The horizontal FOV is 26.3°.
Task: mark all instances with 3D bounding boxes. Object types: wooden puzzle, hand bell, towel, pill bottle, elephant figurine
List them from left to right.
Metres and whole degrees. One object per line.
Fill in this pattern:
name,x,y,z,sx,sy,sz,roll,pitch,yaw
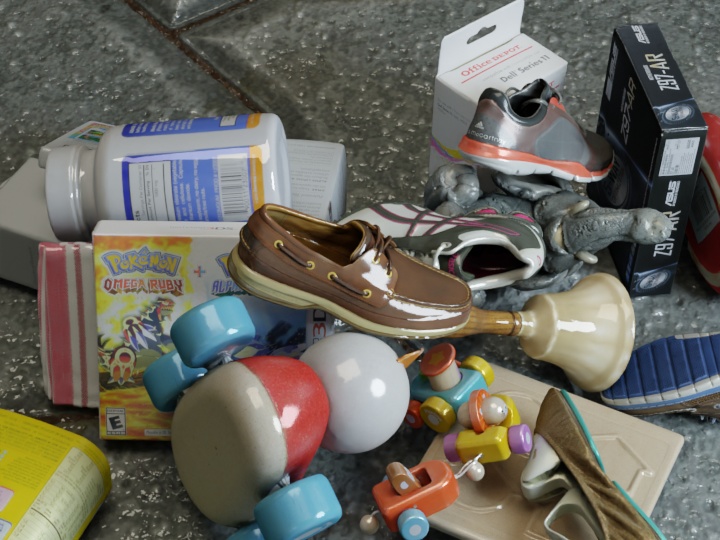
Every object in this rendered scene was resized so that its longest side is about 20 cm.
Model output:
towel,-0.173,0.046,1.311,0.199,0.147,0.030,1,19,0
pill bottle,-0.163,-0.072,1.321,0.199,0.112,0.112,-4,43,5
hand bell,0.120,0.043,1.293,0.199,0.104,0.104,7,38,-29
elephant figurine,0.159,-0.033,1.400,0.199,0.142,0.156,-7,47,-8
wooden puzzle,0.147,0.173,1.256,0.184,0.046,0.200,20,42,18

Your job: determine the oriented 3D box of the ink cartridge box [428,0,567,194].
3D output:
ink cartridge box,0.131,-0.146,1.471,0.117,0.201,0.067,-30,52,-29

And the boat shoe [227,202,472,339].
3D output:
boat shoe,0.000,0.000,1.196,0.199,0.068,0.072,15,34,-14

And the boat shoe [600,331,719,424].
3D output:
boat shoe,0.306,0.096,1.310,0.199,0.073,0.072,-16,37,20

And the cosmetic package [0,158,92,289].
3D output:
cosmetic package,-0.243,-0.025,1.420,0.199,0.074,0.102,17,44,18

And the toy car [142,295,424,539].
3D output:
toy car,-0.036,0.111,1.204,0.199,0.177,0.185,-18,72,-29

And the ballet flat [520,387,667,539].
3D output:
ballet flat,0.168,0.173,1.183,0.072,0.068,0.200,-26,49,-5

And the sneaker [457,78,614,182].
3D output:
sneaker,0.170,-0.128,1.377,0.077,0.082,0.200,22,16,37

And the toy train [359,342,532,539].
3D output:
toy train,0.052,0.125,1.229,0.150,0.056,0.200,-23,27,2

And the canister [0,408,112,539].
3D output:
canister,-0.297,0.206,1.179,0.148,0.087,0.200,16,44,15

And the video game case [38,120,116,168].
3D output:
video game case,-0.186,-0.100,1.467,0.199,0.024,0.182,12,13,1

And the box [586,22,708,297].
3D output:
box,0.262,-0.102,1.428,0.043,0.201,0.161,-4,44,-7

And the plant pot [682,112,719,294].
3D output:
plant pot,0.394,-0.069,1.407,0.182,0.201,0.201,-17,46,-6

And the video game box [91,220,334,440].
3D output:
video game box,-0.118,0.051,1.274,0.199,0.183,0.047,0,15,0

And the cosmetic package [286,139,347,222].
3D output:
cosmetic package,-0.061,-0.020,1.409,0.074,0.102,0.201,4,45,6

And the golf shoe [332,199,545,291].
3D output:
golf shoe,0.055,-0.017,1.284,0.199,0.078,0.088,-4,13,5
